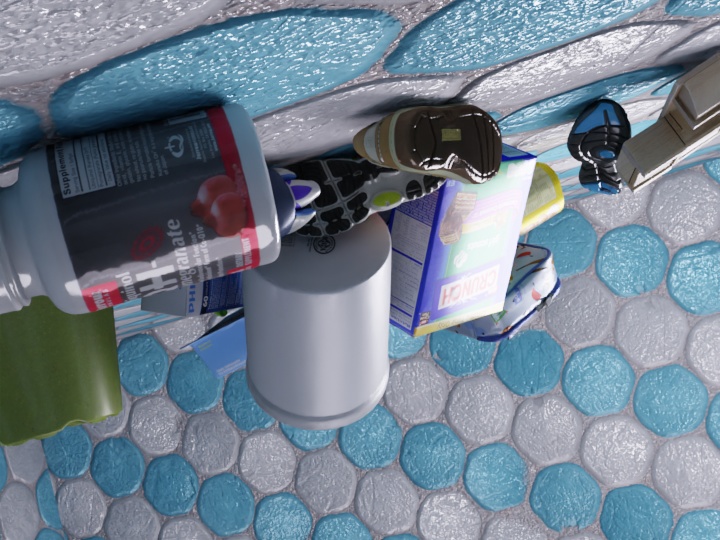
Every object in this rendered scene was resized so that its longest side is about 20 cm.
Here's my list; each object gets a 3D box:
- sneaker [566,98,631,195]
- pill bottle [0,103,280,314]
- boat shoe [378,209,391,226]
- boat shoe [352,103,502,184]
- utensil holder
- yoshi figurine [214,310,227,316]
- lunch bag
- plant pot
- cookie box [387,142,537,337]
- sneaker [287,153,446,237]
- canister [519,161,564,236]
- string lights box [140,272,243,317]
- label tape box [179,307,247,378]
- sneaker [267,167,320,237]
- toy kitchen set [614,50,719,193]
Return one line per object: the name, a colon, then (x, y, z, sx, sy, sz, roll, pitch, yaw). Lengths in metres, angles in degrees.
sneaker: (0.295, -0.166, 1.160, 0.072, 0.083, 0.200, 12, 166, 16)
pill bottle: (-0.159, -0.036, 0.631, 0.196, 0.113, 0.111, -15, 177, -11)
boat shoe: (0.000, 0.000, 1.171, 0.200, 0.067, 0.073, -49, 170, 29)
boat shoe: (0.063, -0.118, 0.871, 0.075, 0.073, 0.199, 0, 179, 33)
utensil holder: (-0.046, 0.042, 1.032, 0.167, 0.171, 0.202, -14, 136, -18)
yoshi figurine: (-0.193, 0.004, 1.341, 0.111, 0.114, 0.200, -22, -179, -3)
lunch bag: (0.173, 0.018, 1.301, 0.160, 0.076, 0.199, -37, -149, -26)
plant pot: (-0.319, 0.066, 0.945, 0.196, 0.194, 0.200, -15, 178, -1)
cookie box: (0.111, -0.041, 1.113, 0.169, 0.203, 0.075, -13, -148, -43)
sneaker: (-0.001, -0.086, 0.982, 0.196, 0.079, 0.085, -13, -173, 1)
canister: (0.164, -0.077, 1.310, 0.198, 0.088, 0.148, -30, -157, -25)
string lights box: (-0.173, -0.008, 1.091, 0.058, 0.105, 0.200, 7, -176, 18)
label tape box: (-0.135, 0.079, 1.251, 0.142, 0.064, 0.200, -27, -176, 12)
sneaker: (-0.100, -0.065, 0.853, 0.144, 0.082, 0.200, -23, 176, -17)
toy kitchen set: (0.410, -0.125, 1.016, 0.198, 0.182, 0.163, -32, 164, 0)
